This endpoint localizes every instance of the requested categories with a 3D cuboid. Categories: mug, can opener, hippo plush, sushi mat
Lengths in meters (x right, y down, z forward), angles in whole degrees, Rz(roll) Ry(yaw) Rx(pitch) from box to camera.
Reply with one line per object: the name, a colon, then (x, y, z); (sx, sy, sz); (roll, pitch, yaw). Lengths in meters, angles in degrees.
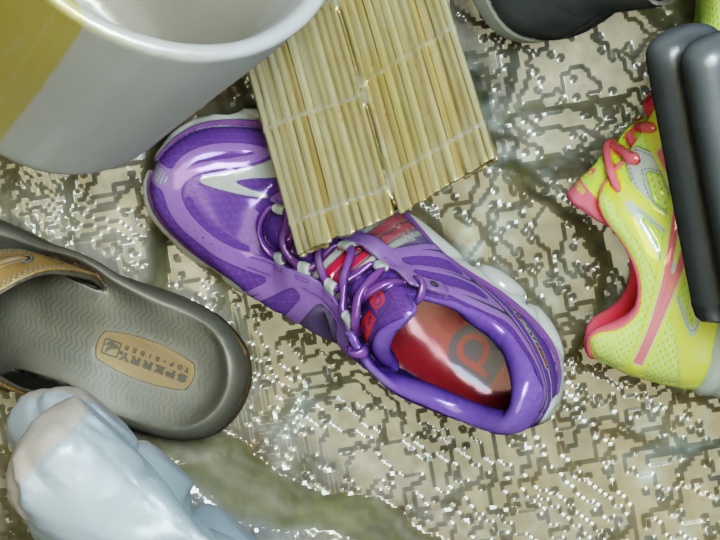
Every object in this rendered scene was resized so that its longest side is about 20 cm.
mug: (-0.118, -0.125, 0.896); (0.186, 0.153, 0.150); (39, 55, -5)
can opener: (0.163, -0.001, 0.882); (0.067, 0.053, 0.201); (-18, 107, -19)
hippo plush: (-0.109, 0.163, 0.924); (0.200, 0.159, 0.161); (42, 87, 8)
sushi mat: (-0.011, -0.113, 0.919); (0.095, 0.012, 0.201); (-23, 72, 23)

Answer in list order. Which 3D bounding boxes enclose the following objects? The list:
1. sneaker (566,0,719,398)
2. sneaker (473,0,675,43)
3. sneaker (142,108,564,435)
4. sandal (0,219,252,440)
sneaker: (0.130, -0.045, 0.926); (0.090, 0.078, 0.201); (5, 98, 8)
sneaker: (0.070, -0.192, 0.891); (0.075, 0.106, 0.201); (-29, 102, -27)
sneaker: (0.000, 0.000, 0.942); (0.199, 0.083, 0.081); (31, 99, 3)
sandal: (-0.146, 0.028, 0.974); (0.199, 0.055, 0.082); (19, 98, 3)
